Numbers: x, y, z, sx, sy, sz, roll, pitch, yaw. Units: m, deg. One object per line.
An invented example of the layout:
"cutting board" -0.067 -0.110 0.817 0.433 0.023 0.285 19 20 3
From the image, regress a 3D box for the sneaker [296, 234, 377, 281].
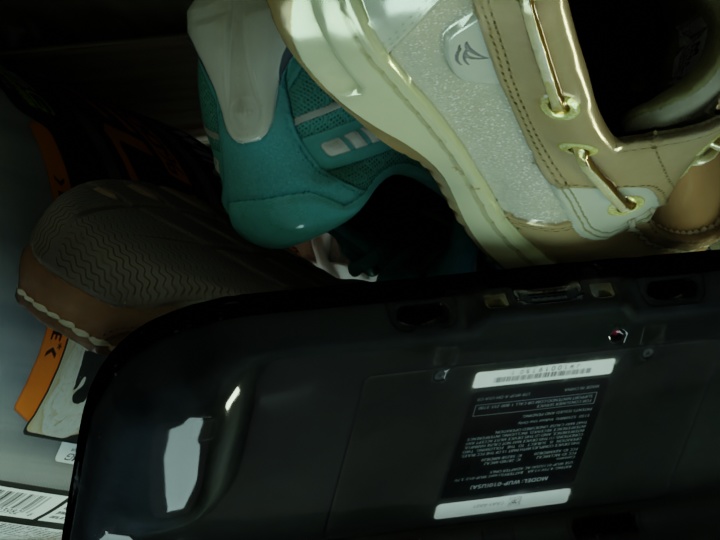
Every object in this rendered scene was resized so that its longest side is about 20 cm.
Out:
"sneaker" 0.000 0.000 0.857 0.081 0.076 0.200 19 158 -30

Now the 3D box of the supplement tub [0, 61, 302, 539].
"supplement tub" -0.098 0.009 0.734 0.122 0.123 0.200 -7 168 27

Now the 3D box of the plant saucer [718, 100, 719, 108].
"plant saucer" 0.169 -0.054 0.690 0.199 0.035 0.200 -2 168 0

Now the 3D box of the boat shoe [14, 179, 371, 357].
"boat shoe" -0.019 0.035 0.687 0.076 0.072 0.200 34 -175 35

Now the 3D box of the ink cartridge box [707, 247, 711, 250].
"ink cartridge box" 0.048 0.052 0.931 0.116 0.068 0.200 -43 -169 -16

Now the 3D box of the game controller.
"game controller" 0.031 0.040 0.645 0.199 0.042 0.105 -6 128 -21

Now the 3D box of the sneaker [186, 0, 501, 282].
"sneaker" 0.018 -0.025 0.686 0.077 0.080 0.200 -9 168 29

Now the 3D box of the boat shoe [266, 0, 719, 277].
"boat shoe" 0.049 -0.044 0.599 0.066 0.074 0.200 -7 164 26
